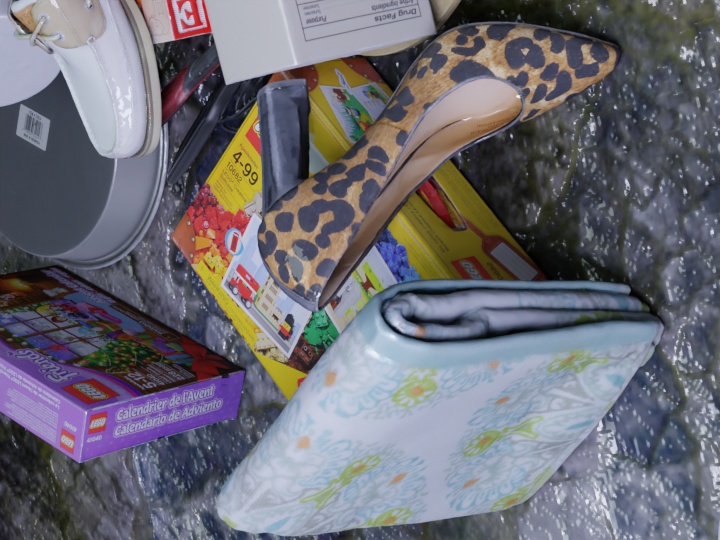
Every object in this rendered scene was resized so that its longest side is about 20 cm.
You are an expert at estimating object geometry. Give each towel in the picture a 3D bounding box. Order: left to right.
[{"bbox_3d":[0.045,0.074,0.875,0.171,0.200,0.048,-55,49,35],"label":"towel"}]

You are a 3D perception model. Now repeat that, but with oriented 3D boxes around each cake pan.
[{"bbox_3d":[-0.213,-0.097,1.177,0.200,0.037,0.200,9,104,41],"label":"cake pan"}]

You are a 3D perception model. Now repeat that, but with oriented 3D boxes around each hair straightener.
[{"bbox_3d":[-0.071,-0.111,1.042,0.077,0.041,0.200,31,136,-18],"label":"hair straightener"}]

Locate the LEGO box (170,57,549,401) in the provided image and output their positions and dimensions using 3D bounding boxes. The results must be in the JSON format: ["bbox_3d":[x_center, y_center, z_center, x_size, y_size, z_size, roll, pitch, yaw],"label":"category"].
[{"bbox_3d":[0.000,0.000,0.978,0.200,0.077,0.149,52,128,22],"label":"LEGO box"}]

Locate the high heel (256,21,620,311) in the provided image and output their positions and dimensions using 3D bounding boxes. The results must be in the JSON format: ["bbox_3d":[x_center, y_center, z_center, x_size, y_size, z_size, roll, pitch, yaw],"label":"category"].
[{"bbox_3d":[0.044,-0.051,0.870,0.200,0.071,0.143,-12,55,8],"label":"high heel"}]

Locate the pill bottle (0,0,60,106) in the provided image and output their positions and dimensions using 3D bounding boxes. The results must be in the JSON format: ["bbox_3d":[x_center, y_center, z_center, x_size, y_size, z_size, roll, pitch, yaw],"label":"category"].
[{"bbox_3d":[-0.257,-0.212,1.111,0.110,0.110,0.200,-44,52,38],"label":"pill bottle"}]

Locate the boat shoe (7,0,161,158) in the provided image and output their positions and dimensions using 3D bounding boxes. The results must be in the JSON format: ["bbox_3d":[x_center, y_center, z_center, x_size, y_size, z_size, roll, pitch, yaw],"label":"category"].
[{"bbox_3d":[-0.178,-0.159,1.018,0.075,0.068,0.200,-11,97,52],"label":"boat shoe"}]

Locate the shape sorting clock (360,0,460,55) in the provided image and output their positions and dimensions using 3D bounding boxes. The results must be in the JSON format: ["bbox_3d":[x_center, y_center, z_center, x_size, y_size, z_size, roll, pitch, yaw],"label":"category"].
[{"bbox_3d":[0.003,-0.222,0.957,0.200,0.039,0.200,23,122,43],"label":"shape sorting clock"}]

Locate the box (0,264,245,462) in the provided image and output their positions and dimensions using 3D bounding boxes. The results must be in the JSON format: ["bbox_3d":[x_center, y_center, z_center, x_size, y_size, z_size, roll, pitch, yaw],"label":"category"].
[{"bbox_3d":[-0.194,0.056,1.123,0.200,0.137,0.039,26,115,35],"label":"box"}]

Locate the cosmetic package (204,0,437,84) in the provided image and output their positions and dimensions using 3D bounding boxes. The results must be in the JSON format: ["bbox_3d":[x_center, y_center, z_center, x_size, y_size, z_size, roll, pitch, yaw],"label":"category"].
[{"bbox_3d":[-0.039,-0.209,0.899,0.073,0.104,0.200,-5,100,52],"label":"cosmetic package"}]

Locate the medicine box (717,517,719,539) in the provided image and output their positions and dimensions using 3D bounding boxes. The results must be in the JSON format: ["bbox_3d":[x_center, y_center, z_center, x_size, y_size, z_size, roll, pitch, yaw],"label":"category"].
[{"bbox_3d":[0.261,0.161,0.760,0.182,0.103,0.200,13,106,40],"label":"medicine box"}]

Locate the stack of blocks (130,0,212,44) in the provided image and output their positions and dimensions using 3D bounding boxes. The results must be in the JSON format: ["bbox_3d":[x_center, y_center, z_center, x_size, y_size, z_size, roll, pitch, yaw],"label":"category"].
[{"bbox_3d":[-0.109,-0.199,1.022,0.200,0.059,0.115,0,105,50],"label":"stack of blocks"}]
